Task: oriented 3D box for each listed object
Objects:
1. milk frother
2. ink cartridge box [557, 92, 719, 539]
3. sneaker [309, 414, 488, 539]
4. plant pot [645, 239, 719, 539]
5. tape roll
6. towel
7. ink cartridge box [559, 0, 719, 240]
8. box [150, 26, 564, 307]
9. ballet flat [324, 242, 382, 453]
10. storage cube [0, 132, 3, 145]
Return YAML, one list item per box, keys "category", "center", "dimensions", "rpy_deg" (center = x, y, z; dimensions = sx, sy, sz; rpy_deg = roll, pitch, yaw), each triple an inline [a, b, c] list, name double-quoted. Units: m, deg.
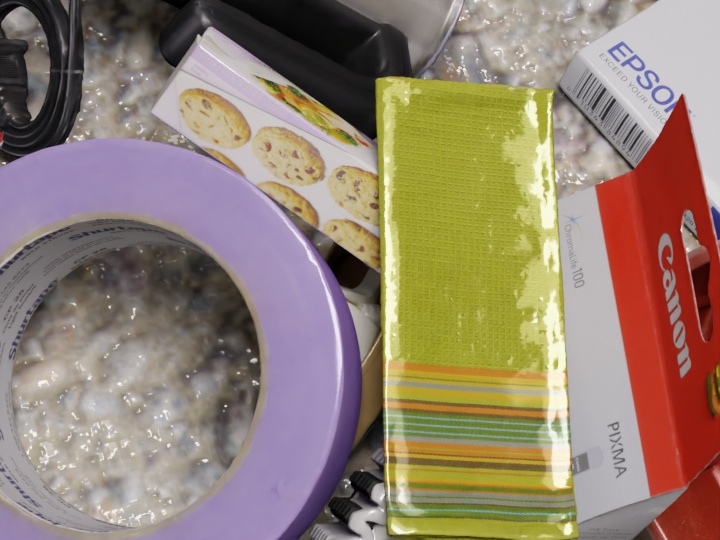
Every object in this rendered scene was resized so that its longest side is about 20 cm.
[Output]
- category: "milk frother"
  center: [-0.079, -0.132, 0.910]
  dimensions: [0.188, 0.200, 0.181]
  rpy_deg: [23, 61, -35]
- category: "ink cartridge box"
  center: [0.103, 0.037, 0.810]
  dimensions: [0.047, 0.200, 0.161]
  rpy_deg: [3, 61, -15]
- category: "sneaker"
  center: [0.002, 0.152, 0.778]
  dimensions: [0.081, 0.075, 0.200]
  rpy_deg: [35, 90, -3]
- category: "plant pot"
  center: [0.258, 0.057, 0.839]
  dimensions: [0.195, 0.201, 0.201]
  rpy_deg: [-19, 67, -40]
- category: "tape roll"
  center: [-0.101, 0.048, 0.777]
  dimensions: [0.199, 0.085, 0.201]
  rpy_deg: [-1, 84, 6]
- category: "towel"
  center: [0.049, 0.015, 0.758]
  dimensions: [0.086, 0.018, 0.201]
  rpy_deg: [3, 76, -19]
- category: "ink cartridge box"
  center: [0.248, -0.089, 1.006]
  dimensions: [0.200, 0.043, 0.196]
  rpy_deg: [-34, 74, -25]
- category: "box"
  center: [0.001, -0.033, 0.790]
  dimensions: [0.200, 0.041, 0.039]
  rpy_deg: [36, 19, -9]
- category: "ballet flat"
  center: [0.000, 0.000, 0.846]
  dimensions: [0.069, 0.063, 0.200]
  rpy_deg: [22, 84, 37]
- category: "storage cube"
  center: [-0.290, -0.053, 0.759]
  dimensions: [0.180, 0.200, 0.171]
  rpy_deg: [50, 60, -7]
